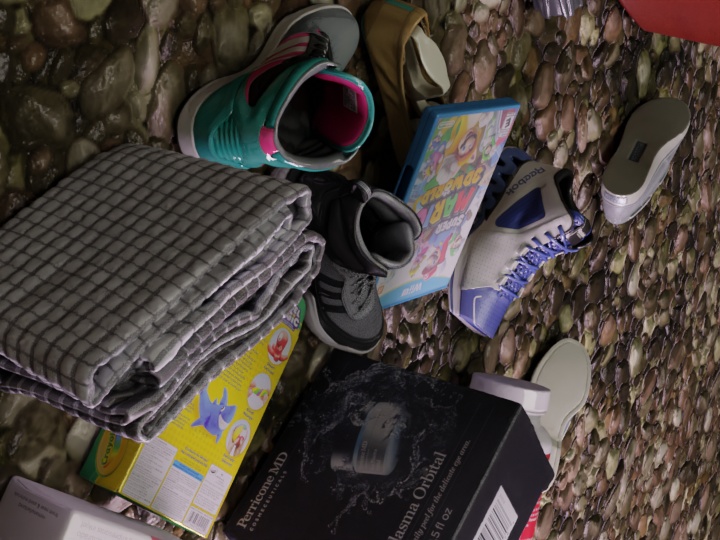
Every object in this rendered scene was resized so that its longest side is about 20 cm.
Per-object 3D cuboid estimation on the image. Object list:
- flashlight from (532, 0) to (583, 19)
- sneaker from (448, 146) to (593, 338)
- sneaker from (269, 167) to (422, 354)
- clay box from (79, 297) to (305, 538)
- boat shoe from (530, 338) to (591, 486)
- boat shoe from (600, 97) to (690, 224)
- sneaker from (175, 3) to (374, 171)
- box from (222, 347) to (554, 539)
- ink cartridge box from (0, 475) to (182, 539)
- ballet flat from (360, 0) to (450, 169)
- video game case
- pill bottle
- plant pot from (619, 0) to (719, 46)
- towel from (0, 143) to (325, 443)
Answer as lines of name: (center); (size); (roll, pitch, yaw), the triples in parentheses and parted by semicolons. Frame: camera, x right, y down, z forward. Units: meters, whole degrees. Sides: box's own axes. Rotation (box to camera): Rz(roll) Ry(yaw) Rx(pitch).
flashlight: (0.181, -0.344, 1.145); (0.068, 0.067, 0.201); (-50, 136, -34)
sneaker: (0.170, -0.028, 1.190); (0.080, 0.114, 0.201); (33, 74, -52)
sneaker: (0.000, 0.000, 0.956); (0.076, 0.113, 0.201); (-51, 133, -31)
clay box: (-0.119, 0.086, 0.882); (0.115, 0.047, 0.202); (45, 63, -50)
boat shoe: (0.216, 0.173, 1.385); (0.202, 0.072, 0.062); (-67, -172, -24)
boat shoe: (0.351, -0.137, 1.461); (0.201, 0.070, 0.072); (-52, 155, -32)
sneaker: (-0.032, -0.138, 0.868); (0.200, 0.120, 0.084); (-47, 135, -36)
box: (0.026, 0.196, 0.986); (0.198, 0.198, 0.118); (-58, 141, -25)
ink cartridge box: (-0.201, 0.261, 0.780); (0.145, 0.084, 0.202); (34, 74, -45)
ballet flat: (0.053, -0.147, 1.034); (0.069, 0.063, 0.201); (-53, 139, -29)
video game case: (0.070, -0.060, 1.067); (0.143, 0.018, 0.202); (-17, 134, -52)
pill bottle: (0.138, 0.214, 1.225); (0.112, 0.111, 0.202); (9, 93, -55)
plant pot: (0.403, -0.372, 1.352); (0.201, 0.198, 0.177); (-63, 153, -18)
towel: (-0.140, 0.011, 0.729); (0.200, 0.164, 0.086); (-46, 141, -35)
